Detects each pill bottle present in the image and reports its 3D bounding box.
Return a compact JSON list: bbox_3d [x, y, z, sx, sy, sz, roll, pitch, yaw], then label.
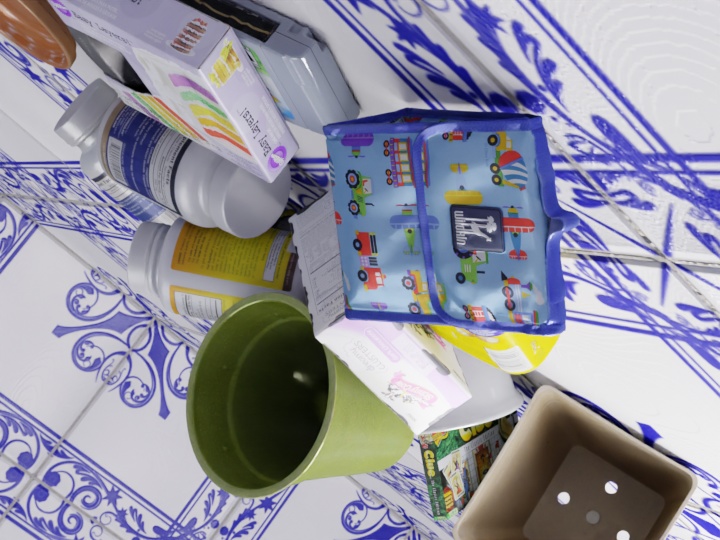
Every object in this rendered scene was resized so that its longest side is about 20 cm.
[{"bbox_3d":[-0.174,-0.112,1.374,0.200,0.116,0.116,27,164,35],"label":"pill bottle"},{"bbox_3d":[-0.143,0.001,1.406,0.199,0.110,0.109,10,162,9],"label":"pill bottle"},{"bbox_3d":[-0.257,-0.129,1.541,0.200,0.111,0.111,42,166,-21],"label":"pill bottle"}]

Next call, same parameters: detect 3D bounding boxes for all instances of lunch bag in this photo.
[{"bbox_3d":[0.077,-0.037,0.943,0.200,0.094,0.151,7,108,48],"label":"lunch bag"}]

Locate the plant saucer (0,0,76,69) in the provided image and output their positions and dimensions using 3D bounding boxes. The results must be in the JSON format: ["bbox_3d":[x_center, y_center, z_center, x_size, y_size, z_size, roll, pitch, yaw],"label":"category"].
[{"bbox_3d":[-0.389,-0.302,1.446,0.200,0.038,0.200,35,167,9],"label":"plant saucer"}]

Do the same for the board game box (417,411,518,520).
[{"bbox_3d":[0.131,0.204,1.503,0.023,0.200,0.105,-11,95,34],"label":"board game box"}]

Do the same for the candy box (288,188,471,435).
[{"bbox_3d":[0.016,0.036,1.291,0.168,0.071,0.200,47,-165,-33],"label":"candy box"}]

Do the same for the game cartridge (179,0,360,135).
[{"bbox_3d":[-0.096,-0.183,1.105,0.200,0.041,0.133,29,169,29],"label":"game cartridge"}]

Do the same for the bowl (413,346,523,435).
[{"bbox_3d":[0.079,0.117,1.474,0.201,0.200,0.091,-175,74,-66],"label":"bowl"}]

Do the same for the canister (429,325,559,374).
[{"bbox_3d":[0.086,0.001,1.166,0.148,0.087,0.200,27,166,37],"label":"canister"}]

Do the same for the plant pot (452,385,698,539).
[{"bbox_3d":[0.253,0.277,1.492,0.199,0.200,0.177,31,176,22],"label":"plant pot"}]

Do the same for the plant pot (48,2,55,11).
[{"bbox_3d":[-0.232,-0.236,1.290,0.200,0.028,0.200,34,167,9],"label":"plant pot"}]

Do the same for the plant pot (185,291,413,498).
[{"bbox_3d":[-0.041,0.137,1.338,0.200,0.201,0.190,25,-175,42],"label":"plant pot"}]

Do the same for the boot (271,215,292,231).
[{"bbox_3d":[0.000,0.000,1.466,0.200,0.070,0.132,35,162,-24],"label":"boot"}]

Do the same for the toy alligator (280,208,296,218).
[{"bbox_3d":[-0.102,-0.058,1.524,0.059,0.054,0.200,-28,127,25],"label":"toy alligator"}]

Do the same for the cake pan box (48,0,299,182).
[{"bbox_3d":[-0.163,-0.175,1.123,0.200,0.052,0.184,30,164,26],"label":"cake pan box"}]
